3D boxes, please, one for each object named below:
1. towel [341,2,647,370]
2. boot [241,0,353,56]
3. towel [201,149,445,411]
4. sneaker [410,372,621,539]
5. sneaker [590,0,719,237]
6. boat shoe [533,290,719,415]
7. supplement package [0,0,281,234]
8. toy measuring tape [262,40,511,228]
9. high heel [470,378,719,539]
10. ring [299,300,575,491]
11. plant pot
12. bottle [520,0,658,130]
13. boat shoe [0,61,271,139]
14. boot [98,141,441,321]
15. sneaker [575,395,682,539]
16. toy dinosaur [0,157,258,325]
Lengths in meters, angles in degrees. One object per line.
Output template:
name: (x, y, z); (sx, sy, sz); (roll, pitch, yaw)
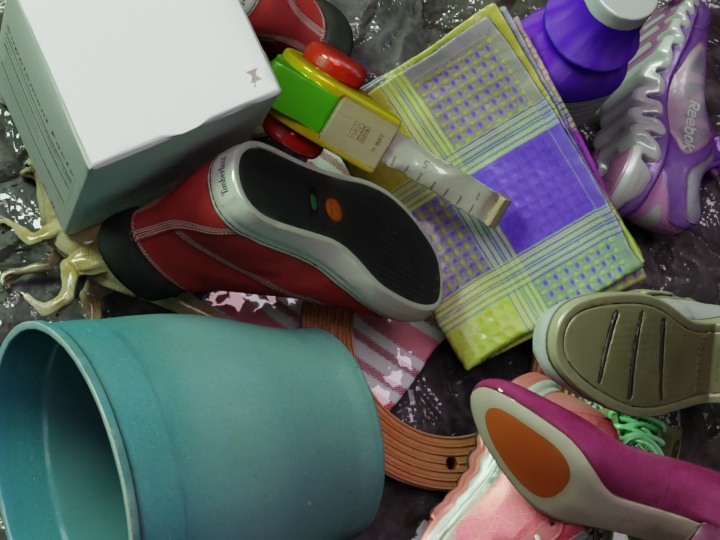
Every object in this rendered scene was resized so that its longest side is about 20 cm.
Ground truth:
towel: (0.078, -0.052, 1.320); (0.143, 0.023, 0.200); (-28, 92, 11)
boot: (-0.093, -0.201, 1.428); (0.072, 0.144, 0.200); (-55, 49, 9)
towel: (0.000, 0.000, 1.380); (0.146, 0.030, 0.200); (36, 67, 3)
sneaker: (0.093, 0.161, 1.276); (0.087, 0.074, 0.200); (22, 77, 29)
sneaker: (0.216, -0.103, 1.439); (0.088, 0.080, 0.200); (30, 57, -17)
boat shoe: (0.176, 0.050, 1.285); (0.200, 0.068, 0.075); (9, 93, -38)
supplement package: (-0.139, -0.113, 1.235); (0.121, 0.200, 0.120); (-23, 86, -16)
toy measuring tape: (0.003, -0.089, 1.295); (0.200, 0.074, 0.074); (28, 64, -19)
high heel: (0.156, 0.116, 1.251); (0.200, 0.067, 0.096); (43, 47, -6)
ring: (0.052, 0.045, 1.350); (0.200, 0.019, 0.201); (6, 75, -22)
plant pot: (-0.097, 0.113, 1.234); (0.188, 0.200, 0.200); (-11, 69, -31)
bottle: (0.132, -0.136, 1.360); (0.083, 0.200, 0.065); (-9, 70, -23)
boat shoe: (-0.144, -0.121, 1.378); (0.199, 0.068, 0.075); (10, 69, -9)
boot: (-0.057, -0.005, 1.273); (0.200, 0.144, 0.073); (26, 52, -41)
sneaker: (0.177, 0.126, 1.325); (0.077, 0.089, 0.200); (10, 66, -6)
toy dinosaur: (-0.167, -0.003, 1.320); (0.200, 0.058, 0.101); (39, 79, 18)
